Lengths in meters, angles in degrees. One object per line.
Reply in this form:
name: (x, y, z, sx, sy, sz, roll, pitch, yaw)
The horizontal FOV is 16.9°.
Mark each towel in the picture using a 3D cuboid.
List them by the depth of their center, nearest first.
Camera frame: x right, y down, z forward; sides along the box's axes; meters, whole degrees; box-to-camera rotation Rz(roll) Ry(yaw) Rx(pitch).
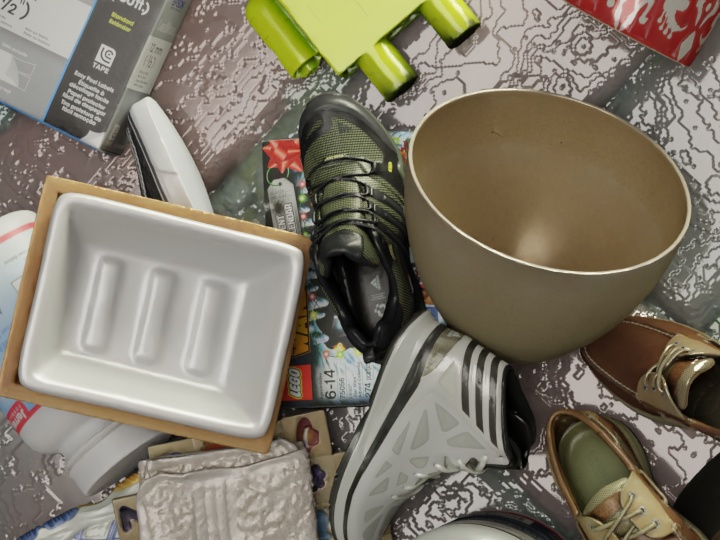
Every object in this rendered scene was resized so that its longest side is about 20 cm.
towel: (-0.089, 0.226, 1.754, 0.132, 0.034, 0.202, -9, 97, -4)

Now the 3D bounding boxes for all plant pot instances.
plant pot: (0.117, -0.014, 1.696, 0.199, 0.200, 0.135, 25, 130, 12)

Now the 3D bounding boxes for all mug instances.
mug: (0.225, -0.262, 1.713, 0.133, 0.178, 0.201, 23, 100, -24)

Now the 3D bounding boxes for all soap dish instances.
soap dish: (-0.146, 0.032, 1.711, 0.199, 0.081, 0.158, 13, 85, -14)

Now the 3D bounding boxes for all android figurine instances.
android figurine: (-0.006, -0.229, 1.787, 0.182, 0.041, 0.200, -41, 81, 9)

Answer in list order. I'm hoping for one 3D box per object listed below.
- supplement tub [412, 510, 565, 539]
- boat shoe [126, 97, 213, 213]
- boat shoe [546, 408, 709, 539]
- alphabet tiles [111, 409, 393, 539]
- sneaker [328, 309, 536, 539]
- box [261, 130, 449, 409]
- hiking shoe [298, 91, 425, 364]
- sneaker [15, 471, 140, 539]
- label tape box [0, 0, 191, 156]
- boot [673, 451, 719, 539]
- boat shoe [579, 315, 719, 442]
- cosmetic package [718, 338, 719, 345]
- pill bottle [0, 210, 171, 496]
supplement tub: (0.082, 0.242, 1.667, 0.139, 0.200, 0.141, 0, 89, 13)
boat shoe: (-0.143, -0.027, 1.802, 0.067, 0.072, 0.201, -22, 91, 10)
boat shoe: (0.182, 0.175, 1.677, 0.076, 0.074, 0.200, -43, 49, 12)
alphabet tiles: (-0.076, 0.196, 1.773, 0.199, 0.006, 0.168, -11, 97, -4)
sneaker: (0.053, 0.136, 1.696, 0.115, 0.076, 0.201, 29, 122, 15)
box: (0.000, 0.000, 1.781, 0.136, 0.040, 0.202, -4, 88, 13)
hiking shoe: (0.000, -0.032, 1.709, 0.075, 0.101, 0.201, -17, 86, 9)
sneaker: (-0.187, 0.212, 1.801, 0.199, 0.075, 0.089, -29, 86, 13)
label tape box: (-0.208, -0.207, 1.820, 0.143, 0.066, 0.201, 26, 96, 12)
boot: (0.256, 0.203, 1.718, 0.075, 0.074, 0.201, 33, 91, -19)
boat shoe: (0.235, 0.077, 1.687, 0.199, 0.072, 0.076, 24, 82, 34)
cosmetic package: (0.313, 0.049, 1.629, 0.113, 0.200, 0.081, 37, 95, 13)
pill bottle: (-0.229, 0.063, 1.795, 0.109, 0.109, 0.200, -39, 81, 9)
